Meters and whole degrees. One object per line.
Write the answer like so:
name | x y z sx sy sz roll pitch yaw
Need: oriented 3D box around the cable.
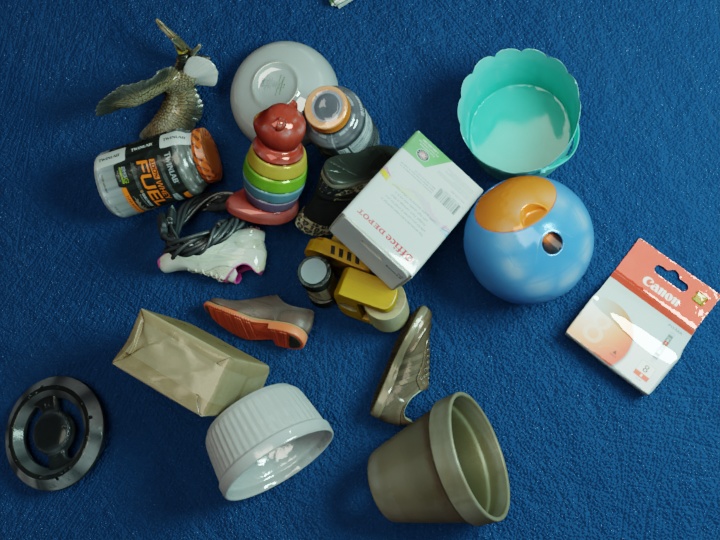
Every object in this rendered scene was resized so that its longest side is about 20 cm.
cable | -0.262 -0.077 1.534 0.162 0.200 0.051 -17 117 -11

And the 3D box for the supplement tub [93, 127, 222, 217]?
supplement tub | -0.353 -0.176 1.583 0.199 0.123 0.123 -17 79 9

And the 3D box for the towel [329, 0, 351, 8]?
towel | -0.020 -0.587 1.628 0.149 0.031 0.201 -24 76 5

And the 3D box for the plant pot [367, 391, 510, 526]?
plant pot | 0.113 0.313 1.402 0.173 0.200 0.201 -25 78 24

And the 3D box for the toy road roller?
toy road roller | 0.000 0.000 1.492 0.199 0.123 0.147 22 75 14

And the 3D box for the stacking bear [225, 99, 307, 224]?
stacking bear | -0.138 -0.181 1.452 0.113 0.201 0.122 25 46 9

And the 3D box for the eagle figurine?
eagle figurine | -0.350 -0.314 1.606 0.151 0.151 0.201 31 78 4

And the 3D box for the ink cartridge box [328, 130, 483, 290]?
ink cartridge box | 0.071 -0.093 1.407 0.145 0.088 0.200 42 65 -2

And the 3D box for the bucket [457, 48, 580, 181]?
bucket | 0.259 -0.243 1.464 0.206 0.135 0.208 -1 83 11

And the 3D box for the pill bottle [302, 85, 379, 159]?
pill bottle | -0.035 -0.240 1.489 0.106 0.200 0.107 -2 81 11

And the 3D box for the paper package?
paper package | -0.273 0.156 1.481 0.190 0.200 0.104 26 87 15

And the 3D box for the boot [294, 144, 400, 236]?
boot | -0.007 -0.134 1.527 0.074 0.203 0.154 60 138 21

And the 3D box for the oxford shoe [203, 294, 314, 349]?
oxford shoe | -0.174 0.076 1.551 0.199 0.071 0.073 16 57 16

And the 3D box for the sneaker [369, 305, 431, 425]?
sneaker | 0.085 0.159 1.487 0.075 0.070 0.201 24 90 -5

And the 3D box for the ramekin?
ramekin | -0.154 0.270 1.447 0.200 0.200 0.105 -37 68 4

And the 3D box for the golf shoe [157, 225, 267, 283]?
golf shoe | -0.257 -0.015 1.568 0.199 0.075 0.092 -14 83 10

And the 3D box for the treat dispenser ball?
treat dispenser ball | 0.261 -0.047 1.402 0.200 0.201 0.202 -2 82 11

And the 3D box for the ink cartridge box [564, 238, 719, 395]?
ink cartridge box | 0.448 0.072 1.426 0.162 0.050 0.200 38 94 14

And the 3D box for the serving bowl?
serving bowl | -0.142 -0.317 1.591 0.199 0.066 0.201 -2 81 12

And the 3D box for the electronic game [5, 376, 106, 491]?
electronic game | -0.541 0.287 1.595 0.199 0.042 0.201 -4 74 15
